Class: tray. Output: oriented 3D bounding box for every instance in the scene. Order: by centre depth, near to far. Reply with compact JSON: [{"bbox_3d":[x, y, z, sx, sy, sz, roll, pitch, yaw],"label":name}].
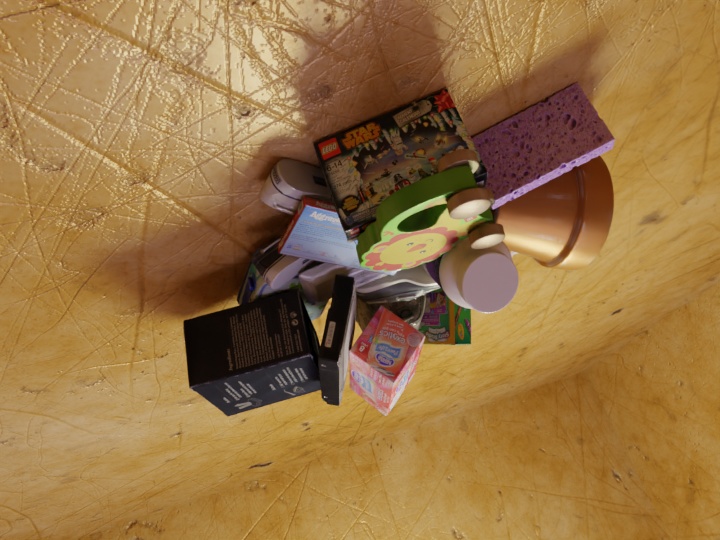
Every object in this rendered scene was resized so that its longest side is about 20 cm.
[{"bbox_3d":[0.000,0.000,0.950,0.195,0.023,0.108,-22,156,-6],"label":"tray"}]

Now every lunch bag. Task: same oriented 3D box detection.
[{"bbox_3d":[-0.128,0.028,1.018,0.157,0.084,0.201,-10,153,-27],"label":"lunch bag"},{"bbox_3d":[0.056,0.069,1.150,0.135,0.171,0.201,-16,156,-10],"label":"lunch bag"}]

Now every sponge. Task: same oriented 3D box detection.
[{"bbox_3d":[0.260,-0.186,0.881,0.196,0.114,0.030,-26,157,8],"label":"sponge"}]

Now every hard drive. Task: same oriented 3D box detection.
[{"bbox_3d":[-0.035,0.118,0.949,0.037,0.143,0.202,9,149,3],"label":"hard drive"}]

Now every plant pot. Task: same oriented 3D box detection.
[{"bbox_3d":[0.287,-0.108,0.989,0.177,0.205,0.202,3,150,-14],"label":"plant pot"}]

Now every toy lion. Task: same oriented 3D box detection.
[{"bbox_3d":[0.075,-0.053,0.731,0.187,0.071,0.199,-20,161,16],"label":"toy lion"}]

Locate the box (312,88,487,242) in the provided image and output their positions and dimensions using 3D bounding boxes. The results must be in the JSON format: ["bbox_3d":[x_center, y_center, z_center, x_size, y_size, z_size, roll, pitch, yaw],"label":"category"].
[{"bbox_3d":[0.050,-0.138,0.768,0.195,0.140,0.040,-22,158,0],"label":"box"}]

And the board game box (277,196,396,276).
[{"bbox_3d":[-0.011,-0.045,0.850,0.195,0.020,0.103,11,138,-28],"label":"board game box"}]

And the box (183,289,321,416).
[{"bbox_3d":[-0.170,0.145,0.993,0.194,0.120,0.198,-15,154,-2],"label":"box"}]

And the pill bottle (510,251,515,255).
[{"bbox_3d":[0.215,-0.056,1.105,0.195,0.112,0.110,-11,154,-23],"label":"pill bottle"}]

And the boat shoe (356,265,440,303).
[{"bbox_3d":[0.082,0.017,1.026,0.194,0.074,0.063,-9,140,4],"label":"boat shoe"}]

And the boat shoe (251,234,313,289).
[{"bbox_3d":[-0.080,-0.056,0.912,0.198,0.068,0.072,-38,165,-17],"label":"boat shoe"}]

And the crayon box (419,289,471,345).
[{"bbox_3d":[0.138,0.095,1.239,0.057,0.123,0.197,6,172,-44],"label":"crayon box"}]

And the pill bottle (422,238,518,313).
[{"bbox_3d":[0.160,-0.011,0.874,0.109,0.114,0.200,-21,-163,-1],"label":"pill bottle"}]

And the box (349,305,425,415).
[{"bbox_3d":[0.042,0.166,1.044,0.103,0.093,0.202,-52,164,-23],"label":"box"}]

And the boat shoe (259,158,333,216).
[{"bbox_3d":[-0.054,-0.097,0.843,0.197,0.074,0.065,8,144,-45],"label":"boat shoe"}]
